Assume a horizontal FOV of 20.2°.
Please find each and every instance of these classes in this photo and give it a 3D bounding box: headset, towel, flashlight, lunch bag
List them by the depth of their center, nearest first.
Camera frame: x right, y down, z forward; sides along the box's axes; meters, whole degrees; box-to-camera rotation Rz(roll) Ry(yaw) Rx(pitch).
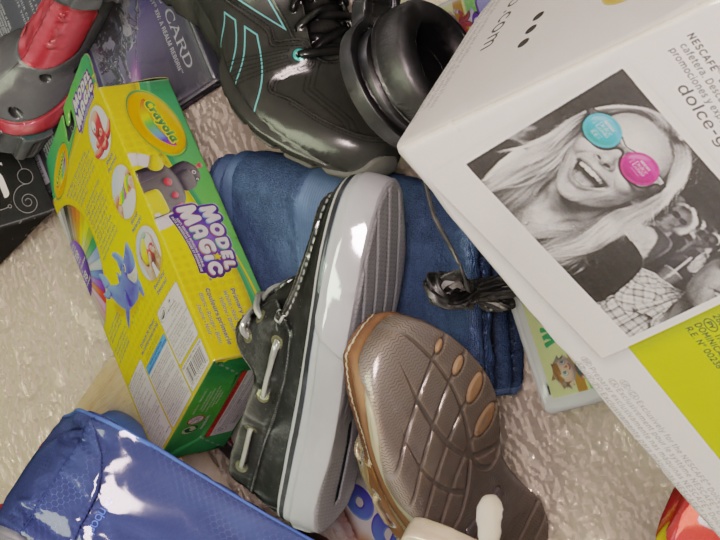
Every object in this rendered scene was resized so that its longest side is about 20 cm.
[{"bbox_3d":[0.055,-0.082,0.904,0.123,0.094,0.201,9,92,40],"label":"headset"},{"bbox_3d":[0.000,0.000,1.045,0.200,0.048,0.112,13,112,43],"label":"towel"},{"bbox_3d":[-0.104,0.177,1.060,0.200,0.133,0.136,31,167,-6],"label":"lunch bag"},{"bbox_3d":[-0.173,-0.132,1.110,0.200,0.068,0.068,133,148,-58],"label":"flashlight"}]

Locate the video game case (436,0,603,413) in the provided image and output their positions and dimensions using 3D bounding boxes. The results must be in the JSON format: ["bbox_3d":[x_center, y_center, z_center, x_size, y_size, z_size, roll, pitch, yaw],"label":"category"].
[{"bbox_3d":[0.128,-0.050,0.901,0.182,0.022,0.201,-18,91,39],"label":"video game case"}]

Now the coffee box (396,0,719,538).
[{"bbox_3d":[0.174,-0.057,0.677,0.198,0.200,0.200,-23,115,40],"label":"coffee box"}]

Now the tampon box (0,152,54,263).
[{"bbox_3d":[-0.307,-0.087,1.241,0.126,0.150,0.200,-34,77,58],"label":"tampon box"}]

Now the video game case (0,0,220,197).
[{"bbox_3d":[-0.162,-0.140,1.185,0.200,0.019,0.143,-26,84,46],"label":"video game case"}]

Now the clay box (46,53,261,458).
[{"bbox_3d":[-0.112,-0.012,1.094,0.200,0.047,0.115,66,149,23],"label":"clay box"}]

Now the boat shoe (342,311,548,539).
[{"bbox_3d":[0.027,0.092,0.975,0.072,0.076,0.200,21,148,38],"label":"boat shoe"}]

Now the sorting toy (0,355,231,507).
[{"bbox_3d":[-0.145,0.183,1.220,0.199,0.069,0.200,56,140,14],"label":"sorting toy"}]

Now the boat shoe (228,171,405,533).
[{"bbox_3d":[-0.029,0.039,0.974,0.071,0.072,0.200,21,119,15],"label":"boat shoe"}]

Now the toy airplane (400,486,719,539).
[{"bbox_3d":[0.135,0.171,0.893,0.200,0.141,0.199,-20,109,33],"label":"toy airplane"}]

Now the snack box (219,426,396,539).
[{"bbox_3d":[-0.033,0.103,1.127,0.200,0.024,0.072,42,131,28],"label":"snack box"}]

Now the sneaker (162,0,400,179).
[{"bbox_3d":[-0.040,-0.129,1.021,0.200,0.075,0.079,51,128,25],"label":"sneaker"}]
